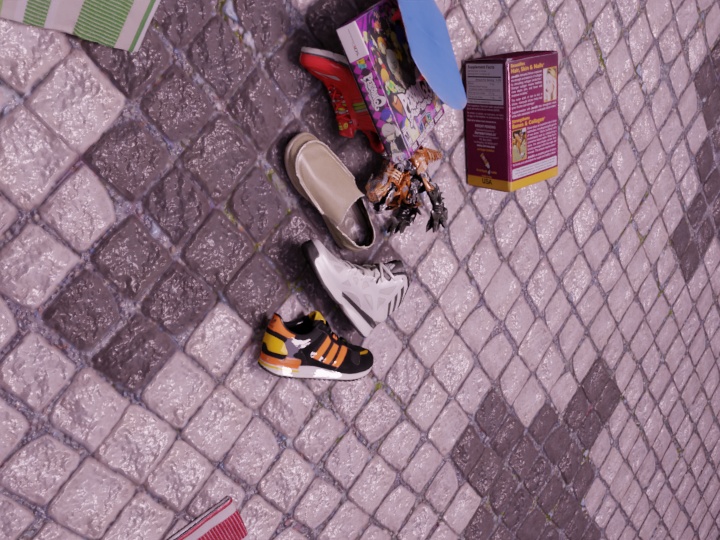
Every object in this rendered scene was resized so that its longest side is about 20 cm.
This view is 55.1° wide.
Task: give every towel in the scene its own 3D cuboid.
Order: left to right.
[{"bbox_3d":[-0.291,-0.294,0.677,0.196,0.152,0.024,3,59,-39],"label":"towel"},{"bbox_3d":[-0.211,0.446,0.994,0.142,0.022,0.205,-30,118,-30],"label":"towel"}]

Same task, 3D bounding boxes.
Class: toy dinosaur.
[{"bbox_3d":[0.079,-0.131,1.027,0.198,0.101,0.139,-32,115,-27],"label":"toy dinosaur"}]

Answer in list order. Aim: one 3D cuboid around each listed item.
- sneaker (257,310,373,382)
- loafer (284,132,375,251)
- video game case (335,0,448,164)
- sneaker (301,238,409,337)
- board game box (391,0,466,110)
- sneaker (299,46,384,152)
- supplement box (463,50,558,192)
[{"bbox_3d":[-0.053,0.106,1.001,0.196,0.069,0.093,6,101,-37],"label":"sneaker"},{"bbox_3d":[-0.033,-0.106,0.964,0.076,0.068,0.201,-48,126,-17],"label":"loafer"},{"bbox_3d":[0.051,-0.269,0.938,0.185,0.035,0.201,64,33,-20],"label":"video game case"},{"bbox_3d":[0.000,0.000,0.993,0.114,0.076,0.201,-37,133,1],"label":"sneaker"},{"bbox_3d":[0.079,-0.304,0.927,0.156,0.038,0.206,12,61,-56],"label":"board game box"},{"bbox_3d":[-0.012,-0.229,0.948,0.198,0.076,0.086,32,87,-38],"label":"sneaker"},{"bbox_3d":[0.247,-0.246,1.127,0.128,0.102,0.206,-18,113,-33],"label":"supplement box"}]
